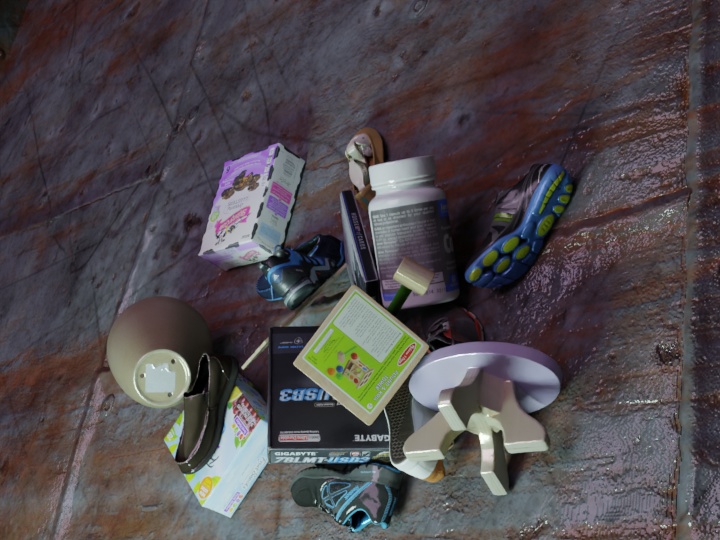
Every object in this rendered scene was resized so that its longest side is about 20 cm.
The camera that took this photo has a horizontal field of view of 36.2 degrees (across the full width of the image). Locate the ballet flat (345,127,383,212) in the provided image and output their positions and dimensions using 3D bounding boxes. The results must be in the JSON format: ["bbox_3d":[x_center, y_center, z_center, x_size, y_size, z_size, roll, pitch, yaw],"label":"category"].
[{"bbox_3d":[0.006,-0.180,1.823,0.068,0.063,0.202,-39,41,25],"label":"ballet flat"}]

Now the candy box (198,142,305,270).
[{"bbox_3d":[-0.200,-0.114,2.014,0.167,0.071,0.203,-12,56,45],"label":"candy box"}]

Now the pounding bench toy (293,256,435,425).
[{"bbox_3d":[0.023,0.078,1.435,0.201,0.124,0.156,-53,-1,-1],"label":"pounding bench toy"}]

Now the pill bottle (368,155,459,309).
[{"bbox_3d":[0.072,-0.054,1.545,0.113,0.113,0.203,-5,95,48],"label":"pill bottle"}]

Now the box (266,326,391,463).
[{"bbox_3d":[-0.032,0.171,1.536,0.050,0.197,0.201,94,175,-51],"label":"box"}]

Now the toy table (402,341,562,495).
[{"bbox_3d":[0.144,0.174,1.339,0.198,0.184,0.118,-20,36,35],"label":"toy table"}]

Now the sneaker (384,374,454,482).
[{"bbox_3d":[0.081,0.198,1.467,0.073,0.084,0.202,-38,30,32],"label":"sneaker"}]

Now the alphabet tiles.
[{"bbox_3d":[-0.099,0.067,1.714,0.200,0.008,0.167,-45,-1,-26],"label":"alphabet tiles"}]

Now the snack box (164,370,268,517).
[{"bbox_3d":[-0.221,0.269,1.780,0.170,0.067,0.200,-55,35,6],"label":"snack box"}]

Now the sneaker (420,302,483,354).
[{"bbox_3d":[0.121,0.094,1.480,0.077,0.081,0.200,-51,35,11],"label":"sneaker"}]

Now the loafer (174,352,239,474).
[{"bbox_3d":[-0.258,0.220,1.740,0.072,0.071,0.202,-8,59,46],"label":"loafer"}]

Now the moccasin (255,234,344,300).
[{"bbox_3d":[-0.112,-0.017,1.846,0.199,0.068,0.081,-32,44,33],"label":"moccasin"}]

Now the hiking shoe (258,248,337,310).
[{"bbox_3d":[-0.093,-0.006,1.694,0.074,0.087,0.200,-44,-1,12],"label":"hiking shoe"}]

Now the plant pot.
[{"bbox_3d":[-0.334,0.156,1.840,0.189,0.186,0.200,-57,15,2],"label":"plant pot"}]

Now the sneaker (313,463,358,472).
[{"bbox_3d":[-0.060,0.217,1.621,0.073,0.070,0.201,-49,38,13],"label":"sneaker"}]

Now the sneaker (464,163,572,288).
[{"bbox_3d":[0.211,-0.061,1.500,0.201,0.071,0.083,-55,31,-1],"label":"sneaker"}]

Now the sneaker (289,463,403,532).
[{"bbox_3d":[-0.030,0.316,1.516,0.199,0.073,0.083,-17,55,44],"label":"sneaker"}]

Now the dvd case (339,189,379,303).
[{"bbox_3d":[0.000,0.000,1.654,0.024,0.152,0.201,-9,45,-5],"label":"dvd case"}]
